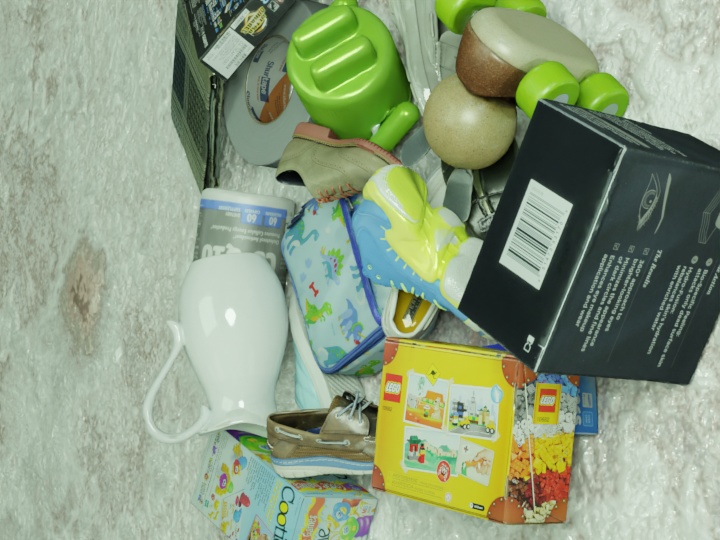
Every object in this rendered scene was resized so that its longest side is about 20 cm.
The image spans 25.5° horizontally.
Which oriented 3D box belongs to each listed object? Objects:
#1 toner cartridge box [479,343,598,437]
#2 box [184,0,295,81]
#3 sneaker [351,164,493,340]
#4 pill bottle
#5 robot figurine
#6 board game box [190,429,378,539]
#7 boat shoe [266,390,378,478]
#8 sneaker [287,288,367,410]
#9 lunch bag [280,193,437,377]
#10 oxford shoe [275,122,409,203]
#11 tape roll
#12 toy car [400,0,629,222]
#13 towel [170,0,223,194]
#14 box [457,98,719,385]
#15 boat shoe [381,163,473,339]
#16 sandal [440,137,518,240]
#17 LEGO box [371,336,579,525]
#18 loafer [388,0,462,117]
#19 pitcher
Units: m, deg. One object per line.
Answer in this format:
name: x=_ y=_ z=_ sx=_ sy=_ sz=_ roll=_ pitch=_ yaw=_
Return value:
toner cartridge box: x=0.142 y=0.119 z=1.538 sx=0.199 sy=0.043 sz=0.096 roll=-14 pitch=75 yaw=51
box: x=-0.120 y=-0.339 z=1.858 sx=0.199 sy=0.050 sz=0.200 roll=-46 pitch=27 yaw=13
sneaker: x=0.065 y=-0.003 z=1.525 sx=0.201 sy=0.076 sz=0.105 roll=54 pitch=137 yaw=7
pill bottle: x=-0.144 y=0.009 z=1.872 sx=0.113 sy=0.113 sz=0.202 roll=8 pitch=91 yaw=53
robot figurine: x=-0.011 y=-0.204 z=1.686 sx=0.115 sy=0.200 sz=0.176 roll=-31 pitch=68 yaw=1
board game box: x=-0.087 y=0.256 z=1.765 sx=0.200 sy=0.103 sz=0.106 roll=31 pitch=108 yaw=51
boat shoe: x=-0.011 y=0.167 z=1.646 sx=0.199 sy=0.072 sz=0.073 roll=-12 pitch=111 yaw=21
sneaker: x=-0.053 y=0.113 z=1.770 sx=0.082 sy=0.074 sz=0.201 roll=-41 pitch=53 yaw=37
lunch bag: x=0.000 y=0.000 z=1.716 sx=0.161 sy=0.082 sz=0.201 roll=-37 pitch=57 yaw=38
oxford shoe: x=-0.011 y=-0.095 z=1.649 sx=0.199 sy=0.070 sz=0.075 roll=20 pitch=74 yaw=49
tape roll: x=-0.080 y=-0.218 z=1.868 sx=0.200 sy=0.066 sz=0.202 roll=-13 pitch=74 yaw=52
toy car: x=0.121 y=-0.148 z=1.509 sx=0.165 sy=0.157 sz=0.200 roll=53 pitch=121 yaw=31
towel: x=-0.201 y=-0.217 z=1.994 sx=0.201 sy=0.034 sz=0.193 roll=-115 pitch=26 yaw=-46
box: x=0.215 y=-0.020 z=1.337 sx=0.117 sy=0.199 sz=0.198 roll=39 pitch=114 yaw=47
boat shoe: x=0.073 y=-0.021 z=1.590 sx=0.070 sy=0.071 sz=0.201 roll=106 pitch=-172 yaw=-84
sandal: x=0.136 y=-0.061 z=1.561 sx=0.079 sy=0.057 sz=0.202 roll=-21 pitch=76 yaw=11
LEGO box: x=0.103 y=0.146 z=1.485 sx=0.199 sy=0.077 sz=0.150 roll=6 pitch=90 yaw=53
loafer: x=0.082 y=-0.226 z=1.654 sx=0.069 sy=0.070 sz=0.201 roll=-18 pitch=80 yaw=19
pitcher: x=-0.160 y=0.088 z=1.740 sx=0.121 sy=0.170 sz=0.202 roll=152 pitch=113 yaw=-66
